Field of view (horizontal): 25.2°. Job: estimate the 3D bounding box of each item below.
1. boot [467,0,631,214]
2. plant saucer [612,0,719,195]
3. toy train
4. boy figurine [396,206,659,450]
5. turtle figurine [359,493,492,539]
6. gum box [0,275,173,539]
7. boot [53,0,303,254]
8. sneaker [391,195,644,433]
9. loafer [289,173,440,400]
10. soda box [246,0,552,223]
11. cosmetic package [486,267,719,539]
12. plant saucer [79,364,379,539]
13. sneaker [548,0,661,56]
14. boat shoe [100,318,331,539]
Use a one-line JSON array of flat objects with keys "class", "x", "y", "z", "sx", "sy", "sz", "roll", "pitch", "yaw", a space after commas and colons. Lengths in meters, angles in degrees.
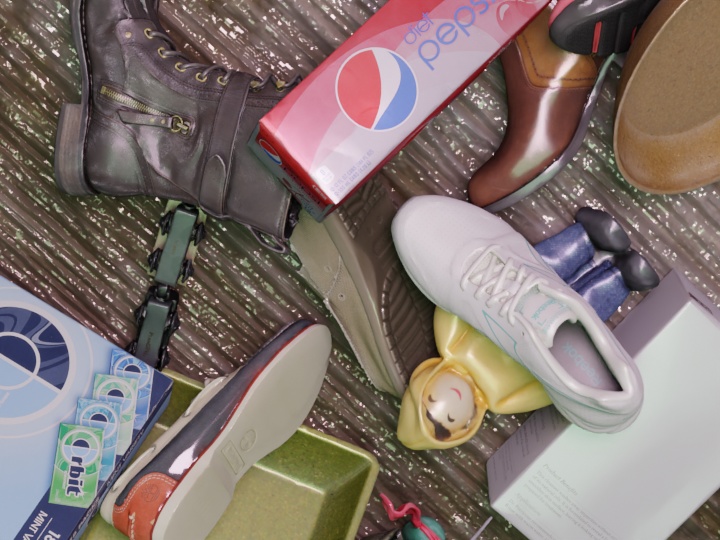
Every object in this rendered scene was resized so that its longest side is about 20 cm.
[{"class": "boot", "x": 0.079, "y": -0.161, "z": 1.036, "sx": 0.200, "sy": 0.069, "sz": 0.188, "roll": 41, "pitch": 104, "yaw": -8}, {"class": "plant saucer", "x": 0.230, "y": -0.136, "z": 1.005, "sx": 0.199, "sy": 0.036, "sz": 0.201, "roll": -24, "pitch": 144, "yaw": -19}, {"class": "toy train", "x": -0.122, "y": -0.024, "z": 1.094, "sx": 0.034, "sy": 0.046, "sz": 0.202, "roll": 16, "pitch": 107, "yaw": -4}, {"class": "boy figurine", "x": 0.098, "y": 0.041, "z": 1.068, "sx": 0.199, "sy": 0.064, "sz": 0.125, "roll": -38, "pitch": 102, "yaw": -9}, {"class": "turtle figurine", "x": 0.014, "y": 0.242, "z": 1.139, "sx": 0.200, "sy": 0.150, "sz": 0.101, "roll": -42, "pitch": 58, "yaw": -8}, {"class": "gum box", "x": -0.252, "y": 0.095, "z": 1.062, "sx": 0.199, "sy": 0.171, "sz": 0.045, "roll": 30, "pitch": 149, "yaw": 4}, {"class": "boot", "x": -0.098, "y": -0.120, "z": 1.020, "sx": 0.172, "sy": 0.069, "sz": 0.202, "roll": 8, "pitch": 92, "yaw": 16}, {"class": "sneaker", "x": 0.102, "y": 0.018, "z": 1.000, "sx": 0.200, "sy": 0.080, "sz": 0.071, "roll": 41, "pitch": 84, "yaw": 10}, {"class": "loafer", "x": 0.000, "y": 0.000, "z": 1.085, "sx": 0.068, "sy": 0.076, "sz": 0.202, "roll": 1, "pitch": 123, "yaw": 42}, {"class": "soda box", "x": 0.027, "y": -0.123, "z": 0.962, "sx": 0.070, "sy": 0.063, "sz": 0.200, "roll": 46, "pitch": 77, "yaw": -1}, {"class": "cosmetic package", "x": 0.191, "y": 0.112, "z": 1.103, "sx": 0.113, "sy": 0.081, "sz": 0.200, "roll": 42, "pitch": 102, "yaw": -10}, {"class": "plant saucer", "x": -0.110, "y": 0.186, "z": 1.103, "sx": 0.198, "sy": 0.201, "sz": 0.048, "roll": 22, "pitch": 150, "yaw": 0}, {"class": "sneaker", "x": 0.180, "y": -0.209, "z": 0.998, "sx": 0.199, "sy": 0.074, "sz": 0.087, "roll": -37, "pitch": 73, "yaw": -16}, {"class": "boat shoe", "x": -0.093, "y": 0.105, "z": 1.085, "sx": 0.062, "sy": 0.200, "sz": 0.072, "roll": 20, "pitch": 149, "yaw": 33}]
